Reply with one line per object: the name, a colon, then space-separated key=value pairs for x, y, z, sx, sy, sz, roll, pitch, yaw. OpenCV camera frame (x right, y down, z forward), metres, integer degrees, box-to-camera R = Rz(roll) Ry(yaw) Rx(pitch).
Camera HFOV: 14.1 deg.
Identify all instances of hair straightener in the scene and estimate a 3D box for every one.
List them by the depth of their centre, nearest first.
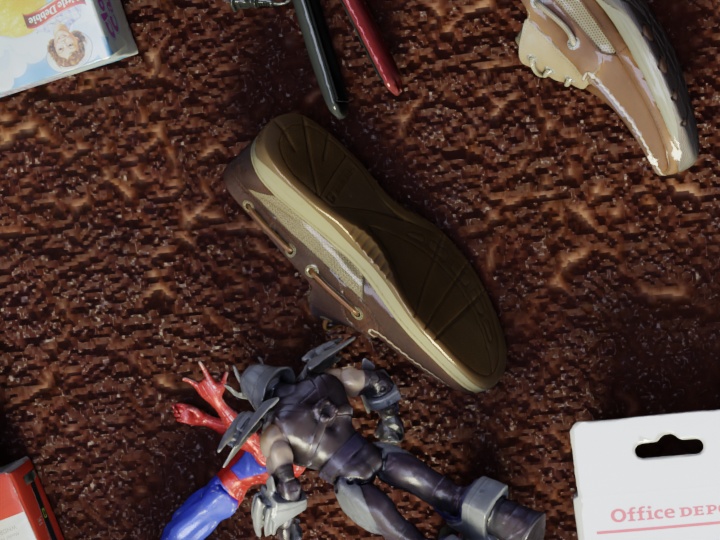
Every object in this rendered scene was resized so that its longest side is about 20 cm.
hair straightener: x=-0.050 y=-0.177 z=1.670 sx=0.077 sy=0.041 sz=0.200 roll=-25 pitch=93 yaw=11

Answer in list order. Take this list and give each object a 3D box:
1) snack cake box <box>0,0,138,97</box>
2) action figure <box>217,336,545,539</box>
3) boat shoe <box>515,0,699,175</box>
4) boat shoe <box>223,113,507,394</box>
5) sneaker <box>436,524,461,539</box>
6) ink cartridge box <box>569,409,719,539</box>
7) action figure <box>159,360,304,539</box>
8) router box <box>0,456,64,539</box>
snack cake box: x=-0.245 y=-0.148 z=1.693 sx=0.200 sy=0.067 sz=0.115 roll=-18 pitch=94 yaw=11
action figure: x=0.002 y=0.116 z=1.635 sx=0.200 sy=0.069 sz=0.130 roll=38 pitch=62 yaw=12
boat shoe: x=0.124 y=-0.137 z=1.637 sx=0.072 sy=0.076 sz=0.200 roll=-30 pitch=83 yaw=16
boat shoe: x=0.000 y=0.000 z=1.683 sx=0.200 sy=0.072 sz=0.072 roll=44 pitch=133 yaw=-9
sneaker: x=0.090 y=0.236 z=1.700 sx=0.086 sy=0.080 sz=0.200 roll=-6 pitch=97 yaw=-13
ink cartridge box: x=0.187 y=0.174 z=1.667 sx=0.115 sy=0.068 sz=0.200 roll=-5 pitch=97 yaw=10
action figure: x=-0.105 y=0.119 z=1.708 sx=0.200 sy=0.065 sz=0.099 roll=-40 pitch=99 yaw=12
router box: x=-0.258 y=0.231 z=1.757 sx=0.200 sy=0.049 sz=0.180 roll=-22 pitch=94 yaw=11
